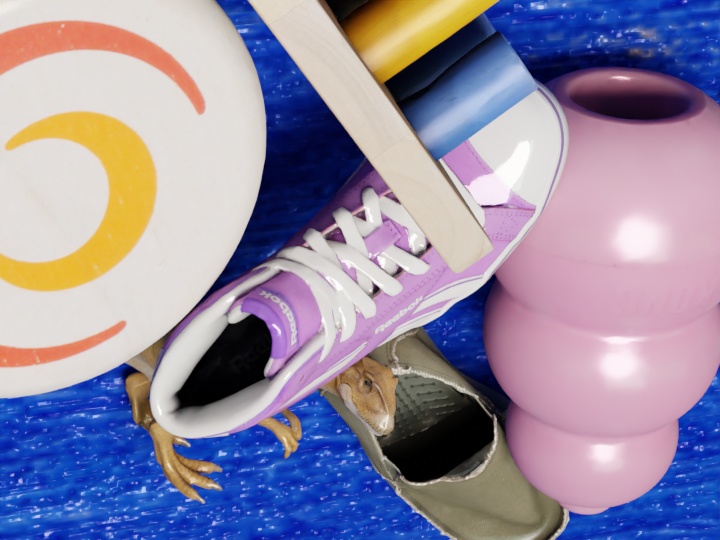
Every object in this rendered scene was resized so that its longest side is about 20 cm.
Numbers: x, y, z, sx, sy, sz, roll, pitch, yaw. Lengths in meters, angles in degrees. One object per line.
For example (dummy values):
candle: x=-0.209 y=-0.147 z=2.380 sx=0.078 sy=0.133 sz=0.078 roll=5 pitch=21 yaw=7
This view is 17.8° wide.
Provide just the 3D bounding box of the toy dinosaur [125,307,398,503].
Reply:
toy dinosaur: x=-0.081 y=0.037 z=1.012 sx=0.199 sy=0.061 sz=0.107 roll=15 pitch=122 yaw=-2

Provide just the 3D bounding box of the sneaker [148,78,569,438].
sneaker: x=0.000 y=0.001 z=0.902 sx=0.200 sy=0.114 sz=0.073 roll=-42 pitch=89 yaw=9

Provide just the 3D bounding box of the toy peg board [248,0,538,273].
toy peg board: x=-0.005 y=-0.139 z=0.818 sx=0.098 sy=0.200 sz=0.199 roll=-35 pitch=129 yaw=5

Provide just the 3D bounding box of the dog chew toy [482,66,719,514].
dog chew toy: x=0.107 y=0.016 z=1.012 sx=0.124 sy=0.125 sz=0.201 roll=-5 pitch=117 yaw=-17

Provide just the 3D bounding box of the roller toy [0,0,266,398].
roller toy: x=-0.138 y=-0.059 z=0.865 sx=0.199 sy=0.140 sz=0.183 roll=10 pitch=113 yaw=-35

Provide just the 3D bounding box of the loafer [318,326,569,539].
loafer: x=0.037 y=0.085 z=1.079 sx=0.075 sy=0.070 sz=0.200 roll=-39 pitch=128 yaw=9
